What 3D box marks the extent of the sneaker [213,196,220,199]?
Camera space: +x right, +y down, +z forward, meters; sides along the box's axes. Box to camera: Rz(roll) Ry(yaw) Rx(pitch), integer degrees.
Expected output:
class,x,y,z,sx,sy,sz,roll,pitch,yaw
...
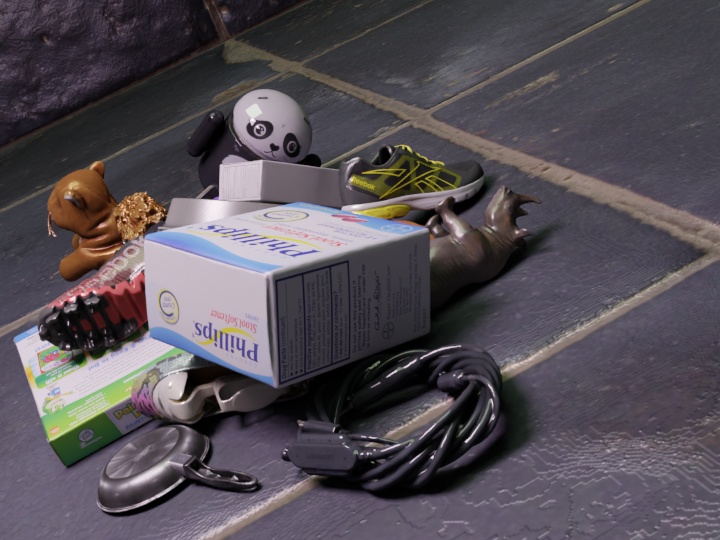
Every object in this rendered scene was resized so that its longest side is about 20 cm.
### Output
class,x,y,z,sx,sy,sz,roll,pitch,yaw
sneaker,-0.129,-0.086,1.429,0.080,0.084,0.200,-17,6,24

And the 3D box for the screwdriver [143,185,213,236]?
class,x,y,z,sx,sy,sz,roll,pitch,yaw
screwdriver,-0.222,-0.065,1.331,0.029,0.028,0.200,1,26,13

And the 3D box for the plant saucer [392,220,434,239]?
class,x,y,z,sx,sy,sz,roll,pitch,yaw
plant saucer,0.000,0.000,1.190,0.198,0.038,0.201,-20,22,9

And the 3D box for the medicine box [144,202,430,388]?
class,x,y,z,sx,sy,sz,roll,pitch,yaw
medicine box,-0.065,0.013,1.002,0.181,0.104,0.199,14,21,43

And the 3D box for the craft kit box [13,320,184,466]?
class,x,y,z,sx,sy,sz,roll,pitch,yaw
craft kit box,-0.255,0.089,1.175,0.199,0.049,0.198,-28,35,-11

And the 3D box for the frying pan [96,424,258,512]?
class,x,y,z,sx,sy,sz,roll,pitch,yaw
frying pan,-0.175,0.182,0.971,0.114,0.031,0.190,-33,20,-20

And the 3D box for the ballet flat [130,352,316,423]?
class,x,y,z,sx,sy,sz,roll,pitch,yaw
ballet flat,-0.134,0.111,1.037,0.198,0.070,0.071,-14,26,12

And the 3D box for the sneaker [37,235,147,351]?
class,x,y,z,sx,sy,sz,roll,pitch,yaw
sneaker,-0.250,0.018,1.169,0.199,0.071,0.098,-25,38,-10

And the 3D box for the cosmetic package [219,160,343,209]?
class,x,y,z,sx,sy,sz,roll,pitch,yaw
cosmetic package,-0.069,-0.098,1.340,0.199,0.051,0.082,2,1,-44

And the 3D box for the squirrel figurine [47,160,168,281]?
class,x,y,z,sx,sy,sz,roll,pitch,yaw
squirrel figurine,-0.304,-0.049,1.414,0.198,0.188,0.142,-12,24,28

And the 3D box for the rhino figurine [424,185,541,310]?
class,x,y,z,sx,sy,sz,roll,pitch,yaw
rhino figurine,0.097,-0.023,1.091,0.199,0.088,0.060,-28,-17,-13

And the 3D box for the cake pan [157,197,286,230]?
class,x,y,z,sx,sy,sz,roll,pitch,yaw
cake pan,-0.121,-0.054,1.204,0.198,0.037,0.200,4,2,0

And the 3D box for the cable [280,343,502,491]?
class,x,y,z,sx,sy,sz,roll,pitch,yaw
cable,0.038,0.114,0.886,0.199,0.051,0.163,-10,21,42

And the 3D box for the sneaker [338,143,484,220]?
class,x,y,z,sx,sy,sz,roll,pitch,yaw
sneaker,0.061,-0.110,1.272,0.199,0.086,0.074,-18,10,-31

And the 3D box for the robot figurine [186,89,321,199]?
class,x,y,z,sx,sy,sz,roll,pitch,yaw
robot figurine,-0.149,-0.156,1.524,0.150,0.125,0.200,-18,-26,-50
